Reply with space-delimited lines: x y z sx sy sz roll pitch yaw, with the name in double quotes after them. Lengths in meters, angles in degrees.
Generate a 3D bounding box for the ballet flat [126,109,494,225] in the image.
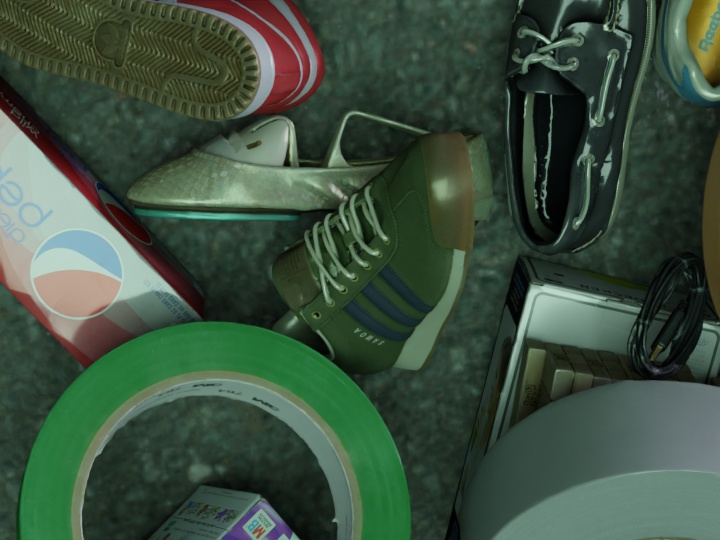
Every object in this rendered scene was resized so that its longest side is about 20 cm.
-0.026 -0.056 1.272 0.199 0.067 0.063 2 98 -13 "ballet flat"

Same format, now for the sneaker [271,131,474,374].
0.000 0.000 1.226 0.089 0.200 0.067 -5 62 -12 "sneaker"

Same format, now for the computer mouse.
0.197 -0.019 1.262 0.200 0.034 0.059 -47 119 -25 "computer mouse"

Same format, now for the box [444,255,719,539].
0.121 0.103 1.317 0.116 0.060 0.201 11 104 -6 "box"

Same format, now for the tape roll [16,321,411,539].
-0.076 0.128 1.217 0.199 0.048 0.202 2 76 -10 "tape roll"

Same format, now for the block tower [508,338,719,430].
0.182 0.083 1.256 0.199 0.058 0.054 9 103 -6 "block tower"

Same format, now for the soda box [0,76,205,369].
-0.173 -0.030 1.269 0.070 0.063 0.200 -42 103 8 "soda box"

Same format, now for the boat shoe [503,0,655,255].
0.110 -0.104 1.252 0.072 0.063 0.201 9 108 24 "boat shoe"

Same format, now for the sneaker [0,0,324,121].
-0.112 -0.131 1.252 0.199 0.112 0.072 26 106 22 "sneaker"

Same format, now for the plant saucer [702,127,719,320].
0.250 -0.037 1.256 0.200 0.032 0.201 -9 104 -37 "plant saucer"

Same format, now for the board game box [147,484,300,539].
-0.107 0.224 1.279 0.200 0.105 0.103 -44 104 -17 "board game box"

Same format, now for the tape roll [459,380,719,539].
0.151 0.149 1.224 0.199 0.066 0.201 0 132 0 "tape roll"

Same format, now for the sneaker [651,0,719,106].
0.206 -0.183 1.237 0.076 0.081 0.201 10 103 -3 "sneaker"
